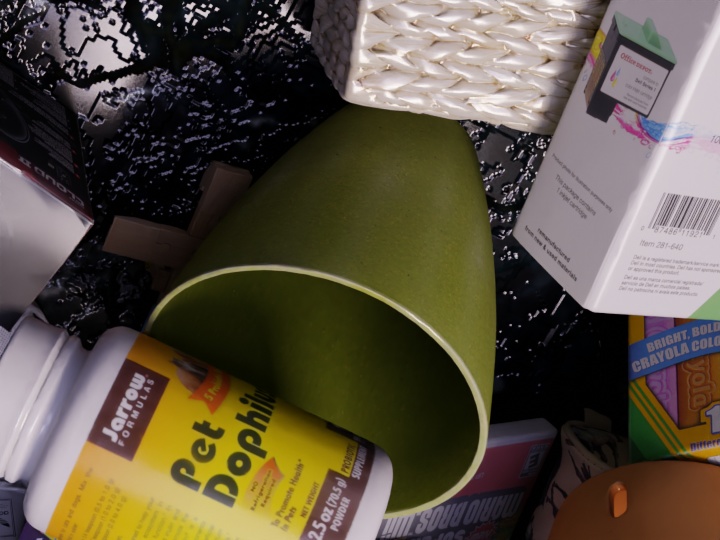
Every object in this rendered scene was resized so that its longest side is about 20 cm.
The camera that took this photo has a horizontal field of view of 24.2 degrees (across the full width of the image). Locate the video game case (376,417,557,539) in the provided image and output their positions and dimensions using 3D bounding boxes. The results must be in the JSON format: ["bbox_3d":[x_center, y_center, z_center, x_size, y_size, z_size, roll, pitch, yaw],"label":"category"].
[{"bbox_3d":[0.038,0.185,1.059,0.142,0.017,0.201,-3,123,-42],"label":"video game case"}]

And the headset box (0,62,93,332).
[{"bbox_3d":[-0.220,-0.065,0.862,0.148,0.200,0.077,35,102,-23],"label":"headset box"}]

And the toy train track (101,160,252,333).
[{"bbox_3d":[-0.116,0.020,1.016,0.114,0.033,0.201,15,114,-25],"label":"toy train track"}]

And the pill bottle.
[{"bbox_3d":[-0.092,0.099,0.835,0.199,0.109,0.110,25,106,-5],"label":"pill bottle"}]

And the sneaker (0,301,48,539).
[{"bbox_3d":[-0.211,0.108,0.982,0.075,0.115,0.201,-4,113,-11],"label":"sneaker"}]

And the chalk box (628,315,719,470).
[{"bbox_3d":[0.238,0.061,1.027,0.123,0.201,0.125,-15,133,23],"label":"chalk box"}]

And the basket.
[{"bbox_3d":[0.078,-0.153,0.926,0.198,0.136,0.124,6,113,-15],"label":"basket"}]

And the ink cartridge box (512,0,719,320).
[{"bbox_3d":[0.188,-0.079,0.872,0.144,0.084,0.201,4,119,-33],"label":"ink cartridge box"}]

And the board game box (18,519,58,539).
[{"bbox_3d":[-0.145,0.182,0.983,0.056,0.200,0.166,30,108,15],"label":"board game box"}]

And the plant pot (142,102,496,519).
[{"bbox_3d":[0.000,0.000,0.928,0.186,0.201,0.188,11,135,11],"label":"plant pot"}]

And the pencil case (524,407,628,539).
[{"bbox_3d":[0.129,0.193,1.079,0.077,0.090,0.201,21,111,-3],"label":"pencil case"}]

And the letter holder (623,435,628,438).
[{"bbox_3d":[0.201,0.237,1.110,0.100,0.142,0.201,15,109,-18],"label":"letter holder"}]

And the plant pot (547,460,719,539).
[{"bbox_3d":[0.173,0.201,0.937,0.198,0.141,0.201,4,139,4],"label":"plant pot"}]
